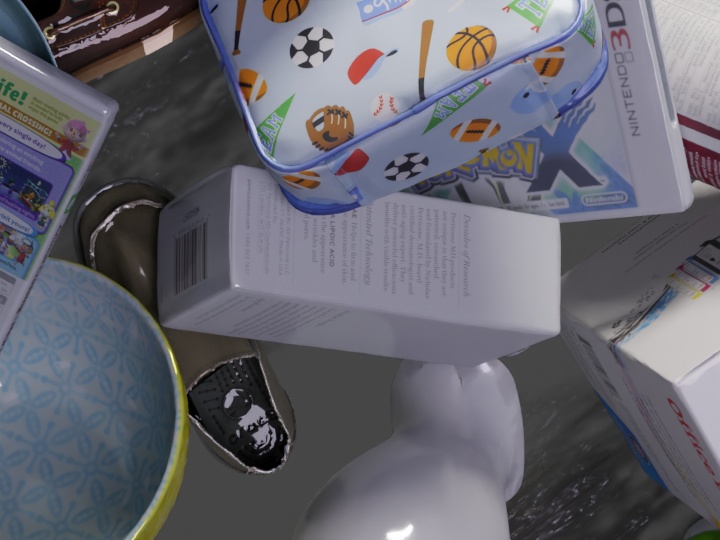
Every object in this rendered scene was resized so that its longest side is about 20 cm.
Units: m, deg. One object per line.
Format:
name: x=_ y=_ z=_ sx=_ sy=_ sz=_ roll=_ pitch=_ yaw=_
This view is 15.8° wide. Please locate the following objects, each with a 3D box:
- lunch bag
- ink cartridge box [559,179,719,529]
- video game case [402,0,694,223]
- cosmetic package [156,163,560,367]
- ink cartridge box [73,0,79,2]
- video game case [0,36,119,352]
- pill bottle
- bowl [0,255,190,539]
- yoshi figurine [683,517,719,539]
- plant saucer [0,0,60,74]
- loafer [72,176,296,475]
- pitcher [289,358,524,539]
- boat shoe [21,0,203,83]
lunch bag: x=0.024 y=-0.131 z=1.325 sx=0.200 sy=0.160 sz=0.076 roll=-25 pitch=150 yaw=7
ink cartridge box: x=0.227 y=0.054 z=1.488 sx=0.145 sy=0.200 sz=0.147 roll=-35 pitch=113 yaw=-7
video game case: x=0.070 y=-0.110 z=1.421 sx=0.200 sy=0.022 sz=0.183 roll=-5 pitch=111 yaw=27
cosmetic package: x=0.000 y=0.000 z=1.410 sx=0.200 sy=0.102 sz=0.074 roll=7 pitch=74 yaw=-27
ink cartridge box: x=-0.058 y=-0.222 z=1.314 sx=0.200 sy=0.145 sz=0.084 roll=-36 pitch=109 yaw=-28
video game case: x=-0.248 y=-0.055 z=1.332 sx=0.200 sy=0.022 sz=0.182 roll=29 pitch=110 yaw=3
pill bottle: x=0.212 y=-0.098 z=1.434 sx=0.110 sy=0.200 sz=0.110 roll=-40 pitch=144 yaw=-39
bowl: x=-0.179 y=0.101 z=1.404 sx=0.200 sy=0.200 sz=0.108 roll=-39 pitch=156 yaw=-5
yoshi figurine: x=0.263 y=0.163 z=1.579 sx=0.200 sy=0.112 sz=0.112 roll=-34 pitch=115 yaw=15
plant saucer: x=-0.244 y=-0.082 z=1.348 sx=0.200 sy=0.027 sz=0.200 roll=3 pitch=107 yaw=10
loafer: x=-0.089 y=0.035 z=1.448 sx=0.075 sy=0.070 sz=0.200 roll=-36 pitch=113 yaw=-6
pitcher: x=0.038 y=0.167 z=1.469 sx=0.121 sy=0.200 sz=0.172 roll=-5 pitch=121 yaw=25
boat shoe: x=-0.150 y=-0.137 z=1.380 sx=0.200 sy=0.070 sz=0.070 roll=-32 pitch=113 yaw=-8
